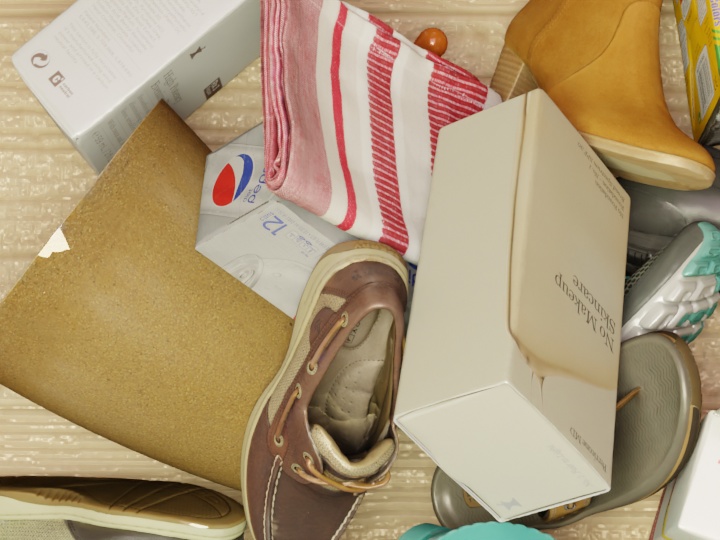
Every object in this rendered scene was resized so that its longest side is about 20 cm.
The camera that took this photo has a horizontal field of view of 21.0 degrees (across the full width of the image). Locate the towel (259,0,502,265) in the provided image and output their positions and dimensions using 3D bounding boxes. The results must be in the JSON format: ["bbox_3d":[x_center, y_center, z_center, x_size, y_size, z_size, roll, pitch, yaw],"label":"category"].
[{"bbox_3d":[0.020,-0.072,1.069,0.023,0.199,0.145,-25,55,35],"label":"towel"}]

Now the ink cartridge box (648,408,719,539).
[{"bbox_3d":[0.226,0.133,1.053,0.115,0.200,0.068,18,78,7],"label":"ink cartridge box"}]

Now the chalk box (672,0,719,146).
[{"bbox_3d":[0.294,-0.159,1.155,0.198,0.124,0.125,-9,77,0],"label":"chalk box"}]

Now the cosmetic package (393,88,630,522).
[{"bbox_3d":[0.084,0.016,1.023,0.073,0.104,0.201,-21,42,31],"label":"cosmetic package"}]

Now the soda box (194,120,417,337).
[{"bbox_3d":[0.000,0.000,1.077,0.063,0.200,0.069,-26,44,32],"label":"soda box"}]

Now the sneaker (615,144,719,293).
[{"bbox_3d":[0.182,-0.031,1.166,0.198,0.076,0.092,5,66,1],"label":"sneaker"}]

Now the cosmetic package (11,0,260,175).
[{"bbox_3d":[-0.108,-0.152,1.186,0.200,0.102,0.074,-39,79,-5],"label":"cosmetic package"}]

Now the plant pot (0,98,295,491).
[{"bbox_3d":[-0.093,0.035,1.117,0.199,0.186,0.187,37,81,-7],"label":"plant pot"}]

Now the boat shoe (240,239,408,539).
[{"bbox_3d":[-0.015,0.085,1.028,0.071,0.072,0.201,10,118,-18],"label":"boat shoe"}]

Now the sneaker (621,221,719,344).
[{"bbox_3d":[0.126,0.037,1.119,0.200,0.077,0.091,-49,66,19],"label":"sneaker"}]

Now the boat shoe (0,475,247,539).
[{"bbox_3d":[-0.152,0.156,1.125,0.198,0.073,0.066,2,97,29],"label":"boat shoe"}]

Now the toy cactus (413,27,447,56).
[{"bbox_3d":[0.005,-0.079,1.130,0.102,0.165,0.202,-21,85,16],"label":"toy cactus"}]

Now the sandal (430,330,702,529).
[{"bbox_3d":[0.104,0.098,1.062,0.199,0.054,0.082,-28,73,39],"label":"sandal"}]

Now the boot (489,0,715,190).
[{"bbox_3d":[0.155,-0.133,1.137,0.201,0.071,0.145,25,89,53],"label":"boot"}]

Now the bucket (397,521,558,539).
[{"bbox_3d":[0.046,0.234,1.028,0.206,0.135,0.209,15,61,-29],"label":"bucket"}]
